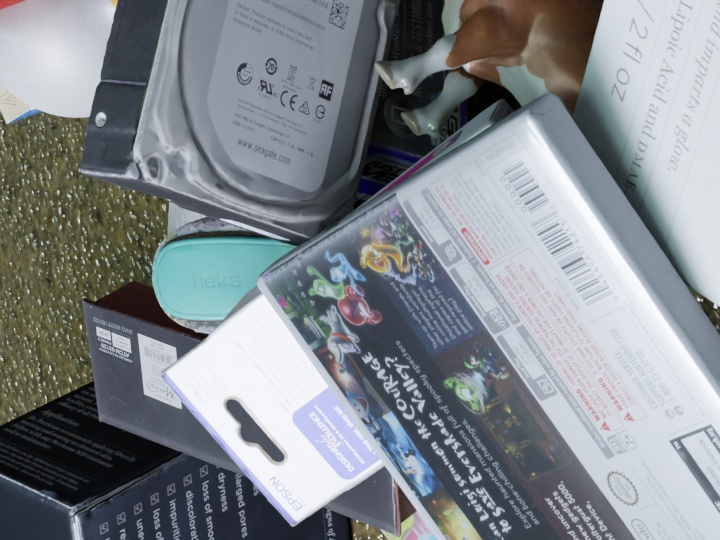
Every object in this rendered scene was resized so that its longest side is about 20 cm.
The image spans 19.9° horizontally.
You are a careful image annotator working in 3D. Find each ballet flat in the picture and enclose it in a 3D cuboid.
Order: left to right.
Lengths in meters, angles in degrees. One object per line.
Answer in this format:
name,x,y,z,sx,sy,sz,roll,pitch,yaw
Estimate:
ballet flat,0.000,0.000,0.959,0.199,0.072,0.073,3,112,27

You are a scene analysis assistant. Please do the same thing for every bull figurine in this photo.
bull figurine,0.083,-0.089,0.913,0.200,0.121,0.065,49,175,9

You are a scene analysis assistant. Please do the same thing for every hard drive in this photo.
hard drive,-0.039,-0.121,0.883,0.038,0.139,0.202,7,81,41

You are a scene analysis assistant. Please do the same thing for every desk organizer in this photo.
desk organizer,-0.039,0.055,1.021,0.199,0.077,0.072,16,123,35

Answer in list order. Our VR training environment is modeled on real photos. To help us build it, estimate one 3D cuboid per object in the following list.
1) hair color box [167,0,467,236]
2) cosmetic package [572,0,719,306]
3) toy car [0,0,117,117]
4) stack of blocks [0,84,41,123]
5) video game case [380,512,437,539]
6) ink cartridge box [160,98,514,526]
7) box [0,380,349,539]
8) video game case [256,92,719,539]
hair color box,-0.025,-0.067,1.034,0.200,0.064,0.110,-34,49,52
cosmetic package,0.208,-0.069,0.740,0.199,0.164,0.166,35,132,30
toy car,-0.138,-0.133,0.928,0.199,0.186,0.176,34,156,-30
stack of blocks,-0.107,-0.147,1.079,0.199,0.115,0.059,-21,93,50
video game case,0.057,0.077,1.019,0.182,0.022,0.200,51,137,8
ink cartridge box,0.015,0.022,0.885,0.199,0.037,0.095,-37,100,24
box,-0.112,0.168,1.175,0.123,0.196,0.202,17,121,42
video game case,0.069,0.050,0.808,0.181,0.023,0.201,-30,98,47
